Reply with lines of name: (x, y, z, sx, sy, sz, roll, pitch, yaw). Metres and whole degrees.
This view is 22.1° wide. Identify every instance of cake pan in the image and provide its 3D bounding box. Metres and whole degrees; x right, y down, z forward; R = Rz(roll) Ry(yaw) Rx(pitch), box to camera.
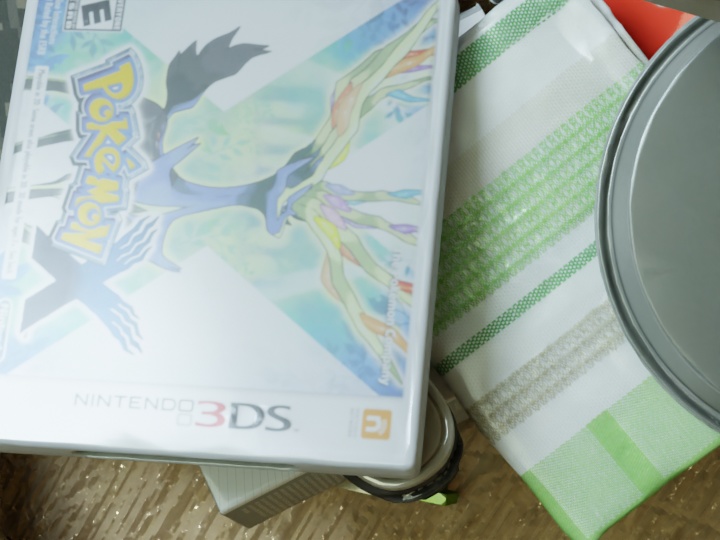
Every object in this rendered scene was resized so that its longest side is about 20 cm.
cake pan: (0.191, -0.022, 0.712, 0.200, 0.037, 0.200, 0, 90, 9)

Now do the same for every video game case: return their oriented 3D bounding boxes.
video game case: (-0.058, -0.021, 0.736, 0.182, 0.022, 0.200, 3, 71, 9)

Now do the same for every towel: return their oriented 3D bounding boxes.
towel: (0.086, -0.007, 0.763, 0.149, 0.031, 0.200, -37, 84, 3)

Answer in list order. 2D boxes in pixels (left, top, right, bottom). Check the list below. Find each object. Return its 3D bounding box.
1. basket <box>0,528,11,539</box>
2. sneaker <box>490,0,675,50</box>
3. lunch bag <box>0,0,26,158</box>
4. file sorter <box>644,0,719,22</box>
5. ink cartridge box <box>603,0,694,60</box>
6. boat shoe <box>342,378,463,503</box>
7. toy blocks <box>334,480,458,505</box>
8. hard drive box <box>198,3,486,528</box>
basket: (-0.265, 0.149, 0.968, 0.143, 0.149, 0.200, -32, 74, -11)
sneaker: (0.079, -0.167, 0.835, 0.081, 0.083, 0.200, -34, 92, 15)
lunch bag: (-0.221, -0.123, 0.968, 0.168, 0.139, 0.200, -13, 85, 57)
file sorter: (0.141, -0.202, 0.637, 0.125, 0.139, 0.200, -30, 59, 48)
ink cartridge box: (0.183, -0.111, 0.758, 0.200, 0.050, 0.162, 32, 108, 2)
boat shoe: (-0.030, 0.017, 0.762, 0.067, 0.057, 0.200, -37, 71, -6)
toy blocks: (-0.040, 0.027, 0.903, 0.200, 0.100, 0.137, 11, 89, 18)
hard drive box: (0.000, 0.000, 0.824, 0.200, 0.077, 0.156, -27, 76, -1)
